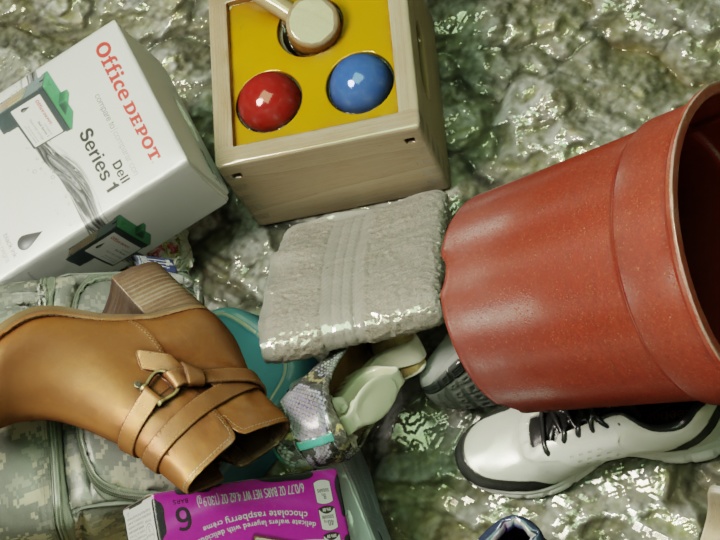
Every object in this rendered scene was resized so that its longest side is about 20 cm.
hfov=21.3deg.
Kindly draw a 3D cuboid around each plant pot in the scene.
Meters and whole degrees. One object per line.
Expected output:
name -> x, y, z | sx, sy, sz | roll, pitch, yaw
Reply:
plant pot -> 0.169, 0.003, 1.203 | 0.195, 0.200, 0.202 | -15, 59, 40

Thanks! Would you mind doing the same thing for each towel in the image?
towel -> 0.000, 0.000, 1.357 | 0.132, 0.035, 0.200 | -14, 23, 9

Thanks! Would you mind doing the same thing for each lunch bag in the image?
lunch bag -> -0.185, 0.100, 1.337 | 0.167, 0.140, 0.201 | -5, 65, -5

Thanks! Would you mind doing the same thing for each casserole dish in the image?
casserole dish -> -0.116, 0.109, 1.404 | 0.121, 0.039, 0.200 | 34, 79, 27

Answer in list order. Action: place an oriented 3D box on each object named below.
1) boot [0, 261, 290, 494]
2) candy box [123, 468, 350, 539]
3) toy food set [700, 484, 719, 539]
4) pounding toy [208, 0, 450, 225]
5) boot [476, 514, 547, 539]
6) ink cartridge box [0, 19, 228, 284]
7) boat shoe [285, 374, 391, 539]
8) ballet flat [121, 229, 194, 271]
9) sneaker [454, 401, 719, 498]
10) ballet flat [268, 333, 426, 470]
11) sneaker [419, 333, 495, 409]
boot -> -0.158, 0.092, 1.224 | 0.200, 0.077, 0.155 | -26, 62, -34
candy box -> -0.066, 0.237, 1.234 | 0.136, 0.061, 0.201 | -5, 76, -28
toy food set -> 0.256, 0.249, 1.205 | 0.143, 0.060, 0.201 | 16, 74, 24
pounding toy -> -0.044, -0.163, 1.447 | 0.183, 0.142, 0.201 | -11, 63, 12
boot -> 0.059, 0.250, 1.252 | 0.073, 0.090, 0.200 | 28, 77, 26
ink cartridge box -> -0.219, -0.069, 1.420 | 0.200, 0.084, 0.146 | -33, 63, 5
boat shoe -> -0.022, 0.167, 1.329 | 0.062, 0.072, 0.201 | -27, 62, 11
ballet flat -> -0.191, -0.069, 1.496 | 0.076, 0.064, 0.200 | -37, 60, -1
sneaker -> 0.157, 0.100, 1.299 | 0.199, 0.080, 0.074 | -15, 64, 12
ballet flat -> 0.008, 0.072, 1.317 | 0.072, 0.072, 0.200 | 9, 31, 21
sneaker -> 0.113, 0.018, 1.365 | 0.200, 0.075, 0.087 | -43, 49, -13
